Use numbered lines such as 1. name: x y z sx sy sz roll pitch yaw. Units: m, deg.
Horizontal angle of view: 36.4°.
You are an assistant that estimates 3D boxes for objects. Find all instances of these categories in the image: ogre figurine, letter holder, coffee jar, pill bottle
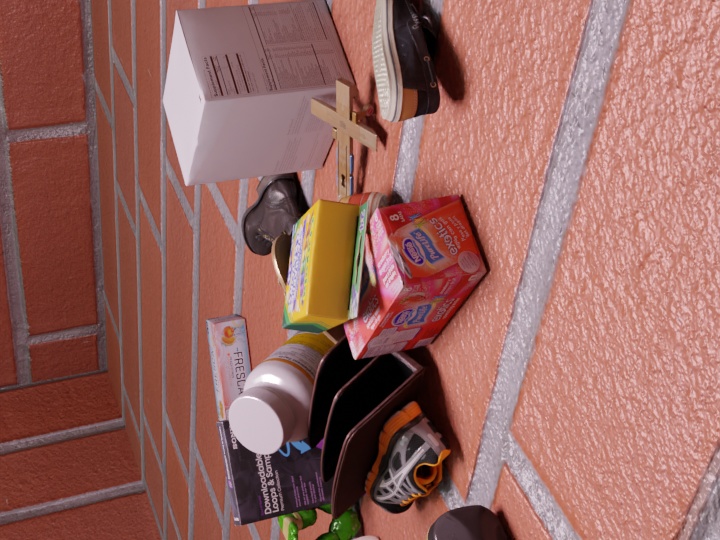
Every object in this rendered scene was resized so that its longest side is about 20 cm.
1. ogre figurine: -0.067 0.328 1.597 0.201 0.119 0.098 65 150 31
2. letter holder: -0.016 0.187 1.315 0.100 0.142 0.201 36 144 21
3. coffee jar: 0.105 0.344 1.206 0.201 0.085 0.105 106 150 -50
4. pill bottle: -0.083 0.154 1.426 0.110 0.200 0.112 13 118 25

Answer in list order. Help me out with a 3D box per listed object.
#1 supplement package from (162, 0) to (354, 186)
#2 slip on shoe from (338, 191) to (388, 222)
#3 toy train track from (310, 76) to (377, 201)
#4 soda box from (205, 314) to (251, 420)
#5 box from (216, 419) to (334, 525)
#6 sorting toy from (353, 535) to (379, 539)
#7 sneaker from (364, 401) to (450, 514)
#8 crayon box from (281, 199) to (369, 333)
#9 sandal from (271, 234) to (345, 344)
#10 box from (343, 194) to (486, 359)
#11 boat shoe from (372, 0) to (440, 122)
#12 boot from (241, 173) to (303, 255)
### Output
1. supplement package: -0.140 -0.232 1.434 0.192 0.198 0.148 118 137 -57
2. slip on shoe: 0.000 0.000 1.329 0.074 0.061 0.202 -48 -39 -61
3. toy train track: -0.011 -0.153 1.366 0.114 0.032 0.201 34 141 32
4. soda box: -0.244 0.189 2.071 0.068 0.063 0.202 -166 69 -67
5. box: -0.091 0.260 1.516 0.036 0.198 0.144 154 105 -68
6. sorting toy: -0.065 0.478 1.570 0.200 0.178 0.108 115 141 -56
7. sneaker: 0.059 0.242 1.306 0.077 0.078 0.201 40 149 25
8. crayon box: -0.043 -0.003 1.217 0.200 0.051 0.127 150 127 -74
9. sandal: -0.061 0.048 1.376 0.069 0.078 0.212 -20 123 41
10. box: 0.048 0.011 1.192 0.200 0.099 0.096 119 137 -59
11. boat shoe: 0.047 -0.236 1.148 0.075 0.062 0.201 102 166 -53
12. boot: -0.117 -0.037 1.640 0.201 0.069 0.175 111 144 -49
